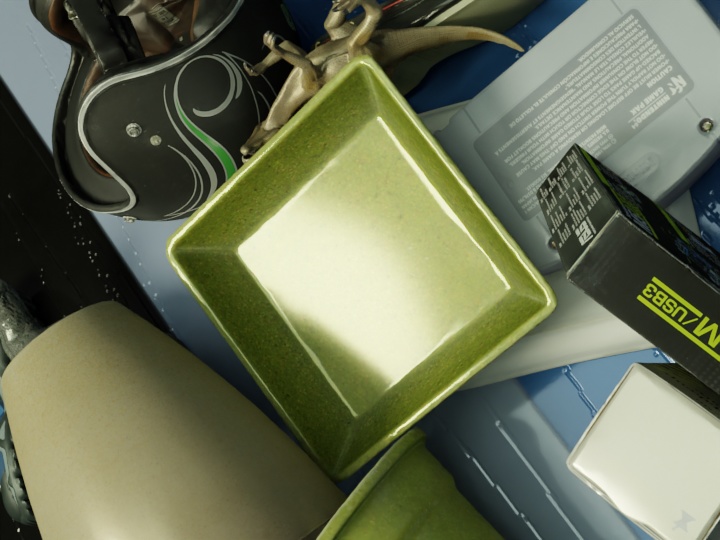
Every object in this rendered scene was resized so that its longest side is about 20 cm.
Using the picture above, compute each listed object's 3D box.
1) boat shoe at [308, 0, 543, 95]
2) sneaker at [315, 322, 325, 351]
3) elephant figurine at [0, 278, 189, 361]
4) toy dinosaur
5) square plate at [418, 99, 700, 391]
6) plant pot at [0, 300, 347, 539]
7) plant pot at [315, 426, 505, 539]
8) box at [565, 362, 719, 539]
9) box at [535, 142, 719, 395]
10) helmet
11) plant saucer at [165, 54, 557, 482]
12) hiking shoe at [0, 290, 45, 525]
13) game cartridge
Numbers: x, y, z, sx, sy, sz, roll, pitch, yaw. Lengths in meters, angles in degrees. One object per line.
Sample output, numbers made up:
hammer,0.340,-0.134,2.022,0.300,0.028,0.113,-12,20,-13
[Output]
boat shoe,0.051,-0.178,0.849,0.200,0.073,0.064,-30,71,20
sneaker,-0.018,-0.003,0.892,0.087,0.074,0.203,7,99,60
elephant figurine,-0.179,0.090,0.910,0.141,0.154,0.203,-8,92,48
toy dinosaur,-0.002,-0.144,0.802,0.198,0.101,0.059,-25,45,6
square plate,0.123,-0.034,0.830,0.198,0.028,0.201,-15,80,25
plant pot,-0.135,0.125,0.782,0.187,0.187,0.201,-41,78,19
plant pot,0.050,0.235,0.772,0.183,0.200,0.202,35,102,13
box,0.192,0.100,0.689,0.082,0.199,0.069,37,102,24
box,0.186,0.019,0.663,0.192,0.200,0.048,34,105,-6
helmet,-0.137,-0.132,0.879,0.197,0.191,0.202,-4,57,6
plant saucer,0.000,0.000,0.801,0.200,0.048,0.200,-41,81,21
hiking shoe,-0.290,0.118,1.013,0.086,0.074,0.202,-30,64,30
game cartridge,0.148,-0.089,0.786,0.199,0.040,0.134,-39,67,20
